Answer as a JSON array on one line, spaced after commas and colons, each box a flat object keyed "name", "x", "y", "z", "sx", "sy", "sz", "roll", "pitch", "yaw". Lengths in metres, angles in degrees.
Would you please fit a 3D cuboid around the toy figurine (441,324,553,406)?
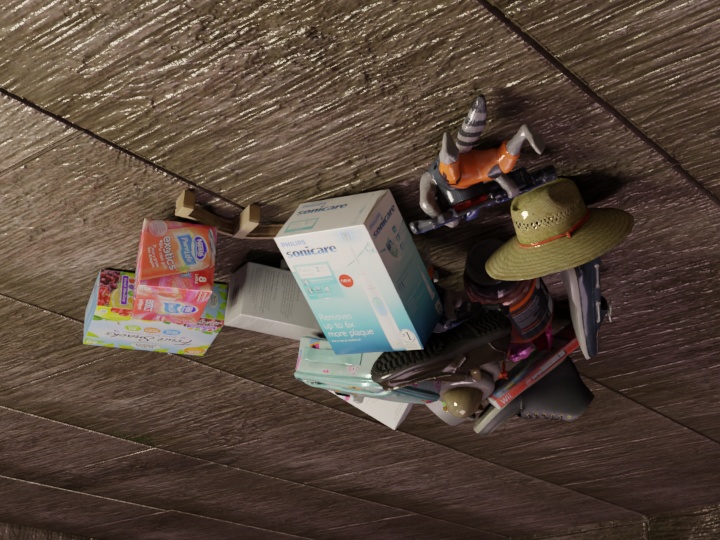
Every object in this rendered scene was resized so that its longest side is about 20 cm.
[{"name": "toy figurine", "x": 0.218, "y": 0.123, "z": 1.827, "sx": 0.183, "sy": 0.200, "sz": 0.151, "roll": -27, "pitch": 106, "yaw": 24}]

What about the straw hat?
[{"name": "straw hat", "x": 0.240, "y": -0.071, "z": 1.457, "sx": 0.200, "sy": 0.201, "sz": 0.086, "roll": -14, "pitch": 111, "yaw": 27}]

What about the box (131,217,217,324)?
[{"name": "box", "x": -0.259, "y": 0.006, "z": 1.580, "sx": 0.102, "sy": 0.096, "sz": 0.200, "roll": 6, "pitch": 164, "yaw": -13}]

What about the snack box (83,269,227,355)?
[{"name": "snack box", "x": -0.322, "y": 0.069, "z": 1.789, "sx": 0.198, "sy": 0.068, "sz": 0.169, "roll": 9, "pitch": 154, "yaw": -19}]

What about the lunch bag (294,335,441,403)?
[{"name": "lunch bag", "x": 0.007, "y": 0.142, "z": 1.634, "sx": 0.199, "sy": 0.078, "sz": 0.160, "roll": -1, "pitch": 169, "yaw": 44}]

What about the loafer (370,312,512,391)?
[{"name": "loafer", "x": 0.112, "y": 0.123, "z": 1.508, "sx": 0.198, "sy": 0.073, "sz": 0.072, "roll": -18, "pitch": 114, "yaw": -3}]

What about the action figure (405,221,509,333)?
[{"name": "action figure", "x": 0.110, "y": 0.028, "z": 1.591, "sx": 0.198, "sy": 0.105, "sz": 0.194, "roll": -11, "pitch": 135, "yaw": 28}]

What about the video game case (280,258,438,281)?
[{"name": "video game case", "x": 0.000, "y": 0.000, "z": 1.703, "sx": 0.143, "sy": 0.018, "sz": 0.199, "roll": -22, "pitch": 149, "yaw": 38}]

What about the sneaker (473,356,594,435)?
[{"name": "sneaker", "x": 0.287, "y": 0.230, "z": 1.879, "sx": 0.199, "sy": 0.107, "sz": 0.075, "roll": -38, "pitch": -179, "yaw": -3}]

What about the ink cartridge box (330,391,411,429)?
[{"name": "ink cartridge box", "x": -0.005, "y": 0.177, "z": 1.890, "sx": 0.199, "sy": 0.068, "sz": 0.115, "roll": 30, "pitch": -174, "yaw": 9}]

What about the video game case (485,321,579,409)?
[{"name": "video game case", "x": 0.288, "y": 0.150, "z": 1.856, "sx": 0.200, "sy": 0.017, "sz": 0.143, "roll": -39, "pitch": -179, "yaw": -2}]

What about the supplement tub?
[{"name": "supplement tub", "x": 0.212, "y": 0.026, "z": 1.658, "sx": 0.106, "sy": 0.108, "sz": 0.200, "roll": -9, "pitch": 155, "yaw": 18}]

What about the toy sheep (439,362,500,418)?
[{"name": "toy sheep", "x": 0.148, "y": 0.126, "z": 1.715, "sx": 0.136, "sy": 0.202, "sz": 0.138, "roll": 1, "pitch": 153, "yaw": 1}]

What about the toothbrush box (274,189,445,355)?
[{"name": "toothbrush box", "x": 0.001, "y": 0.006, "z": 1.498, "sx": 0.145, "sy": 0.085, "sz": 0.201, "roll": -6, "pitch": 122, "yaw": 33}]

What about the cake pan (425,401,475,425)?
[{"name": "cake pan", "x": 0.114, "y": 0.181, "z": 1.909, "sx": 0.037, "sy": 0.201, "sz": 0.200, "roll": -42, "pitch": 145, "yaw": 8}]

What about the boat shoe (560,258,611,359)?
[{"name": "boat shoe", "x": 0.343, "y": 0.050, "z": 1.713, "sx": 0.061, "sy": 0.075, "sz": 0.201, "roll": -18, "pitch": 124, "yaw": 2}]

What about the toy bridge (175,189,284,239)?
[{"name": "toy bridge", "x": -0.154, "y": -0.065, "z": 1.538, "sx": 0.198, "sy": 0.027, "sz": 0.067, "roll": 11, "pitch": 156, "yaw": -25}]

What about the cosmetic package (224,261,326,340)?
[{"name": "cosmetic package", "x": -0.092, "y": 0.056, "z": 1.707, "sx": 0.198, "sy": 0.086, "sz": 0.108, "roll": 12, "pitch": 165, "yaw": -19}]

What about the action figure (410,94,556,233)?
[{"name": "action figure", "x": 0.144, "y": -0.127, "z": 1.350, "sx": 0.199, "sy": 0.105, "sz": 0.193, "roll": -21, "pitch": 171, "yaw": -21}]
